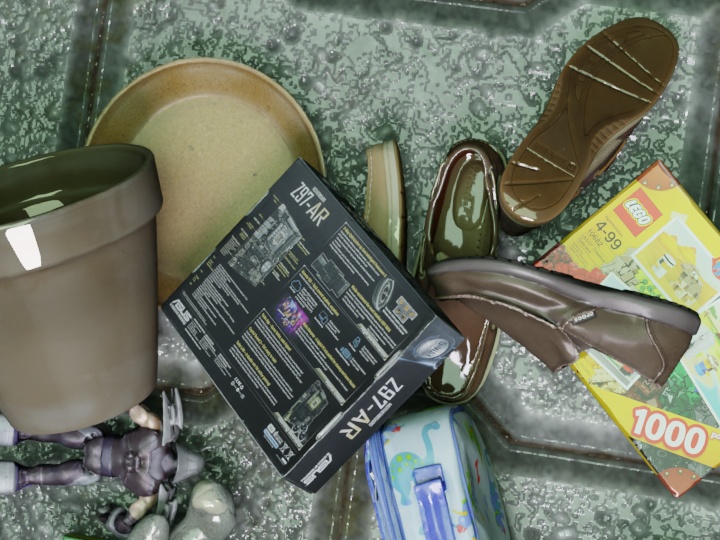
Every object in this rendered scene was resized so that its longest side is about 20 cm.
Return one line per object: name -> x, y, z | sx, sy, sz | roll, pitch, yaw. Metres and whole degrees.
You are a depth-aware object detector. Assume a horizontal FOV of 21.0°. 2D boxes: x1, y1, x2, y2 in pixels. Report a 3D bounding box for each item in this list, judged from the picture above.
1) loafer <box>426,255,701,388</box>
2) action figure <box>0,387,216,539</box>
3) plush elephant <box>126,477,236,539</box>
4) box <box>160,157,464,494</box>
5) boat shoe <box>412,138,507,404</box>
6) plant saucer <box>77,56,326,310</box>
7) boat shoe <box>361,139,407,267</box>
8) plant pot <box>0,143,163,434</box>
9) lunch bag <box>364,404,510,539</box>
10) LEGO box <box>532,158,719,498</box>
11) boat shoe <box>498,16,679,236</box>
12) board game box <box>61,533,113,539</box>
loafer -> 0.140, 0.037, 1.387 | 0.198, 0.073, 0.072 | 14, 90, 9
action figure -> -0.210, 0.143, 1.520 | 0.198, 0.069, 0.132 | 4, 82, 5
plush elephant -> -0.147, 0.268, 1.427 | 0.199, 0.155, 0.166 | -30, 88, 7
box -> -0.040, 0.037, 1.421 | 0.160, 0.043, 0.200 | -47, 51, 6
boat shoe -> 0.071, 0.000, 1.476 | 0.074, 0.075, 0.205 | 3, 89, 8
plant saucer -> -0.122, -0.065, 1.527 | 0.198, 0.035, 0.202 | 0, 89, 8
boat shoe -> 0.000, 0.000, 1.488 | 0.068, 0.074, 0.202 | 2, 88, 5
plant pot -> -0.227, 0.018, 1.447 | 0.198, 0.200, 0.175 | -12, 108, 8
lunch bag -> 0.064, 0.200, 1.427 | 0.082, 0.161, 0.202 | -15, 87, 7
LEGO box -> 0.229, 0.044, 1.450 | 0.149, 0.077, 0.200 | -40, 83, 6
boat shoe -> 0.168, -0.106, 1.470 | 0.072, 0.072, 0.201 | 33, 71, 7
board game box -> -0.145, 0.289, 1.522 | 0.198, 0.029, 0.136 | 9, 89, 9
